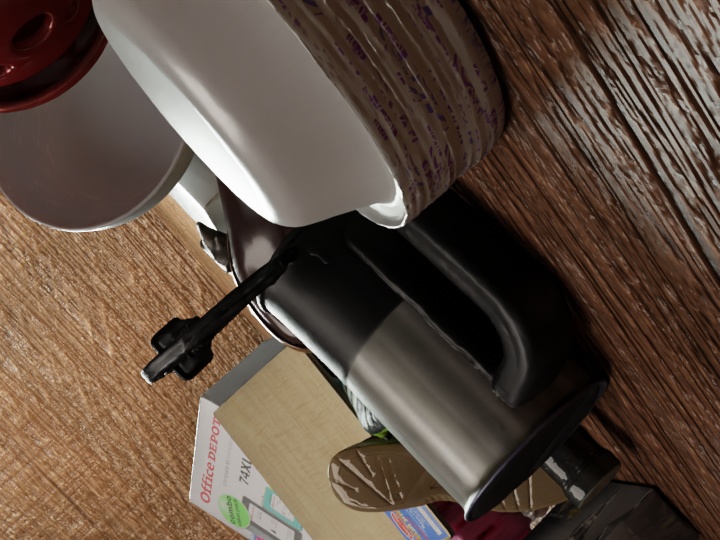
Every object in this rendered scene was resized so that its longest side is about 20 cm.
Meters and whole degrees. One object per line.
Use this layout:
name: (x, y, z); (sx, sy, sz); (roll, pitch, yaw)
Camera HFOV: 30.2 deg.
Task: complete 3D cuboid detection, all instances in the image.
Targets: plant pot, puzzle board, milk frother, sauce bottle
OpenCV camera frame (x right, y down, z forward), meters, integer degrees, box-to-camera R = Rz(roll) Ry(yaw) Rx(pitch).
plant pot: (-0.284, -0.226, 0.971); (0.200, 0.200, 0.183); (45, 180, 16)
puzzle board: (-0.024, 0.163, 1.104); (0.200, 0.017, 0.151); (51, 136, 3)
milk frother: (0.008, 0.059, 0.763); (0.188, 0.200, 0.181); (44, 167, 19)
sauce bottle: (0.088, 0.072, 0.886); (0.200, 0.066, 0.066); (43, 171, 18)

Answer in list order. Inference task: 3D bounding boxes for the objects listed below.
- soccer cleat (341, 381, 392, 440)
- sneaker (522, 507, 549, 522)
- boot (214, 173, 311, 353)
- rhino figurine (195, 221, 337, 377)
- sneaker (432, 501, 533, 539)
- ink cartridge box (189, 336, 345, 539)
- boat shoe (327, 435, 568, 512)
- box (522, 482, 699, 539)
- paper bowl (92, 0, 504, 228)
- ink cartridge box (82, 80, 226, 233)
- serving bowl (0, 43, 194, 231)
soccer cleat: (0.008, 0.075, 1.007); (0.081, 0.068, 0.200); (51, 174, -8)
sneaker: (0.140, 0.194, 1.231); (0.092, 0.076, 0.200); (26, 168, 2)
boot: (-0.063, -0.049, 0.912); (0.166, 0.072, 0.200); (105, 146, -75)
rhino figurine: (-0.067, 0.021, 1.126); (0.200, 0.060, 0.087); (45, 168, -28)
sneaker: (0.077, 0.191, 1.123); (0.200, 0.079, 0.095); (53, 173, 9)
ink cartridge box: (-0.034, 0.176, 1.238); (0.200, 0.146, 0.147); (28, 131, 21)
boat shoe: (0.076, 0.138, 0.991); (0.065, 0.200, 0.072); (-53, -49, -62)
box: (0.146, 0.225, 0.968); (0.048, 0.158, 0.200); (45, 172, 1)
paper bowl: (-0.040, -0.100, 0.591); (0.201, 0.104, 0.201); (48, 172, 8)
ink cartridge box: (-0.153, -0.116, 1.174); (0.200, 0.083, 0.147); (45, 172, 20)
serving bowl: (-0.206, -0.128, 1.077); (0.200, 0.200, 0.066); (45, -167, 20)
